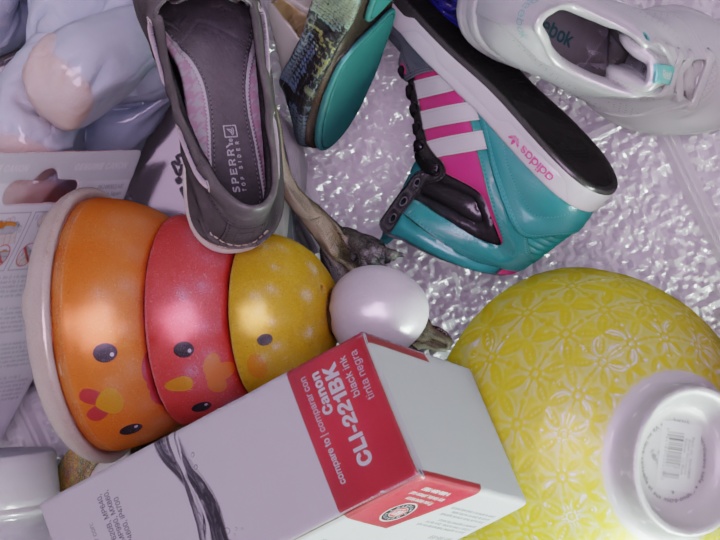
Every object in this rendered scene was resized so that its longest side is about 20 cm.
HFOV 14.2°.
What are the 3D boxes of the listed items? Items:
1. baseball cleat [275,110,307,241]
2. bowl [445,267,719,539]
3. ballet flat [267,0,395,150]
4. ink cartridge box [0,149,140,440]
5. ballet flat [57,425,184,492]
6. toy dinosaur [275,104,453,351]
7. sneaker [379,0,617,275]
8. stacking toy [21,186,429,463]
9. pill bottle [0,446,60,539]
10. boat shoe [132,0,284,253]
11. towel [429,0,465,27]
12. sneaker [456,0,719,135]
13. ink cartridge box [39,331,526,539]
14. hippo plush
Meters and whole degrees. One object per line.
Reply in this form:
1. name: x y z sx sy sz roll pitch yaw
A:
1. baseball cleat: -0.052 -0.002 1.620 0.070 0.106 0.200 9 120 12
2. bowl: 0.146 0.098 1.550 0.200 0.108 0.200 -1 91 -32
3. ballet flat: -0.013 -0.146 1.541 0.074 0.200 0.074 10 50 -13
4. ink cartridge box: -0.217 0.011 1.551 0.047 0.160 0.200 36 110 25
5. ballet flat: -0.096 0.103 1.586 0.200 0.071 0.071 -26 89 25
6. toy dinosaur: 0.000 0.000 1.565 0.047 0.088 0.200 -33 129 0
7. sneaker: 0.044 -0.071 1.613 0.121 0.084 0.200 -52 61 24
8. stacking toy: -0.062 0.022 1.504 0.200 0.146 0.146 -5 90 18
9. pill bottle: -0.207 0.201 1.601 0.114 0.114 0.200 -5 90 1
10. boat shoe: -0.073 -0.109 1.473 0.067 0.057 0.200 -8 75 -16
11. towel: 0.071 -0.249 1.579 0.200 0.050 0.148 -50 127 -18
12. sneaker: 0.151 -0.111 1.572 0.200 0.088 0.075 13 99 -31
13. ink cartridge box: -0.039 0.120 1.471 0.200 0.144 0.084 -29 70 17
14. hippo plush: -0.170 -0.147 1.576 0.161 0.159 0.200 48 110 12
